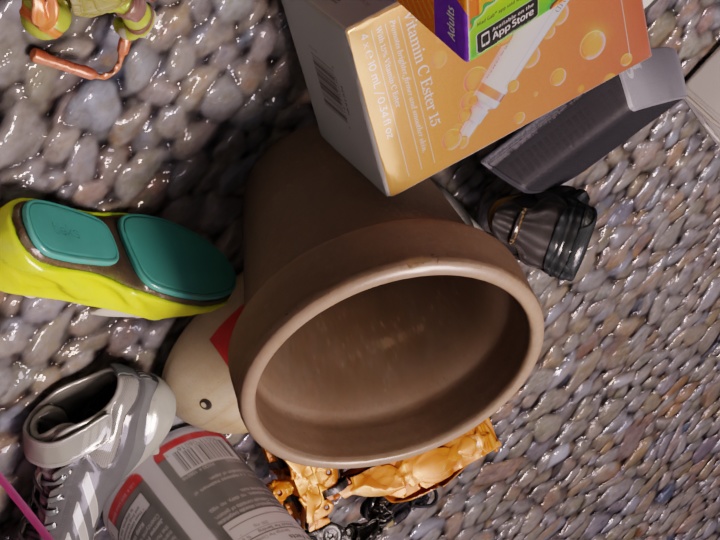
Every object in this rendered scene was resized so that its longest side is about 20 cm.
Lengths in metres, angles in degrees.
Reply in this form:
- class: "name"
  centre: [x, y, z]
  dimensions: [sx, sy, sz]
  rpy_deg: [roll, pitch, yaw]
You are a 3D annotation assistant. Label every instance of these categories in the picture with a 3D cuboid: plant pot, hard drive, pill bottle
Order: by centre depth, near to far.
- class: "plant pot"
  centre: [0.000, 0.000, 1.224]
  dimensions: [0.198, 0.176, 0.201]
  rpy_deg: [-12, 141, -9]
- class: "hard drive"
  centre: [0.170, -0.108, 1.372]
  dimensions: [0.135, 0.043, 0.200]
  rpy_deg: [-37, 174, 21]
- class: "pill bottle"
  centre: [-0.091, 0.218, 1.380]
  dimensions: [0.113, 0.200, 0.114]
  rpy_deg: [-30, 147, -22]

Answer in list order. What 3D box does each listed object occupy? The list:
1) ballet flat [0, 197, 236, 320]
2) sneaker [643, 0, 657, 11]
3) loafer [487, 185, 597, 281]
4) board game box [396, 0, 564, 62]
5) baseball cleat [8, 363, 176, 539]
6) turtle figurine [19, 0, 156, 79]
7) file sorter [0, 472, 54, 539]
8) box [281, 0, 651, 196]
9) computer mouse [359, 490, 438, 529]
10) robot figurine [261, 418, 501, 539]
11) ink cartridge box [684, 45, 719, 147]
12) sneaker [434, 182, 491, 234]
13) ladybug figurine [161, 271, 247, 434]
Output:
- class: "ballet flat"
  centre: [-0.162, -0.002, 1.175]
  dimensions: [0.067, 0.067, 0.199]
  rpy_deg: [-34, 153, 26]
- class: "sneaker"
  centre: [0.141, -0.197, 1.283]
  dimensions: [0.115, 0.076, 0.201]
  rpy_deg: [-4, 133, -51]
- class: "loafer"
  centre: [0.132, -0.038, 1.440]
  dimensions: [0.200, 0.072, 0.073]
  rpy_deg: [-63, 174, -89]
- class: "board game box"
  centre: [0.066, -0.277, 0.969]
  dimensions: [0.199, 0.200, 0.201]
  rpy_deg: [-33, 148, -18]
- class: "baseball cleat"
  centre: [-0.210, 0.147, 1.295]
  dimensions: [0.106, 0.070, 0.201]
  rpy_deg: [28, 96, -52]
- class: "turtle figurine"
  centre: [-0.129, -0.176, 0.988]
  dimensions: [0.161, 0.064, 0.200]
  rpy_deg: [-45, 150, 0]
- class: "file sorter"
  centre: [-0.301, 0.222, 1.201]
  dimensions: [0.138, 0.125, 0.201]
  rpy_deg: [11, 119, -55]
- class: "box"
  centre: [0.065, -0.157, 1.168]
  dimensions: [0.199, 0.097, 0.125]
  rpy_deg: [-29, 129, -15]
- class: "computer mouse"
  centre: [0.065, 0.134, 1.624]
  dimensions: [0.109, 0.044, 0.201]
  rpy_deg: [-17, 141, -55]
- class: "robot figurine"
  centre: [0.008, 0.136, 1.499]
  dimensions: [0.199, 0.058, 0.146]
  rpy_deg: [-24, 101, -20]
- class: "ink cartridge box"
  centre: [0.378, -0.177, 1.591]
  dimensions: [0.200, 0.085, 0.145]
  rpy_deg: [-46, 150, 6]
- class: "sneaker"
  centre: [0.071, -0.010, 1.450]
  dimensions: [0.073, 0.081, 0.200]
  rpy_deg: [-6, 143, 21]
- class: "ladybug figurine"
  centre: [-0.049, 0.047, 1.350]
  dimensions: [0.200, 0.072, 0.136]
  rpy_deg: [-39, 149, -11]
